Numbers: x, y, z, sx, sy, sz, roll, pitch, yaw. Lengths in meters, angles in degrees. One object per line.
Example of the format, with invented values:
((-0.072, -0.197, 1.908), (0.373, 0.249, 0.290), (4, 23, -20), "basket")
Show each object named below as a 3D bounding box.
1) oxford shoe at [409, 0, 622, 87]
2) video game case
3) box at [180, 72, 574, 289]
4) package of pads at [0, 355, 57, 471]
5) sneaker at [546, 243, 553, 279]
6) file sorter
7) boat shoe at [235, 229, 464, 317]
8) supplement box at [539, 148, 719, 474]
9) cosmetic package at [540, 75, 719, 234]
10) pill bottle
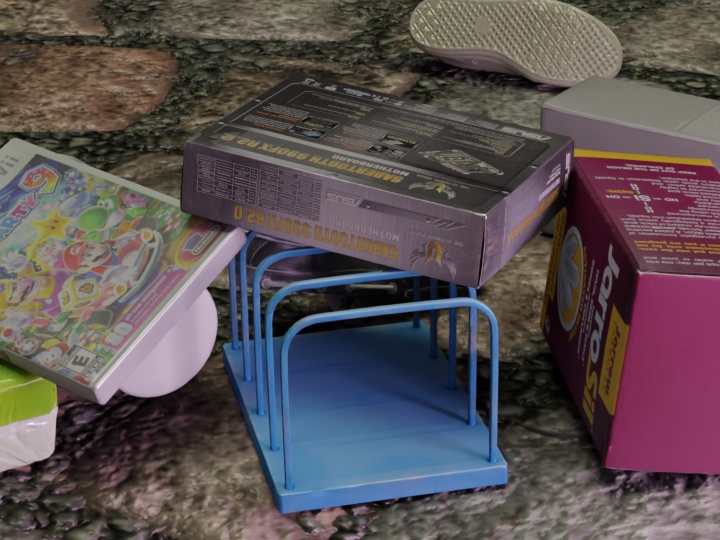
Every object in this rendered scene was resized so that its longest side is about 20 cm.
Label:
((0.141, -0.205, 1.883), (0.198, 0.076, 0.058), (11, -9, 21), "oxford shoe")
((-0.187, -0.005, 1.288), (0.199, 0.018, 0.143), (20, 57, 33), "video game case")
((0.013, -0.059, 1.289), (0.199, 0.049, 0.158), (14, 26, 20), "box")
((-0.302, 0.080, 1.273), (0.199, 0.069, 0.154), (-14, 29, -27), "package of pads")
((0.225, -0.010, 1.425), (0.198, 0.088, 0.075), (3, 25, 8), "sneaker")
((-0.003, 0.039, 1.287), (0.138, 0.124, 0.200), (-7, 26, -11), "file sorter")
((0.000, 0.000, 1.440), (0.199, 0.068, 0.072), (9, 8, -35), "boat shoe")
((0.184, 0.022, 1.295), (0.102, 0.132, 0.200), (4, 23, -9), "supplement box")
((0.231, -0.066, 1.526), (0.199, 0.108, 0.090), (20, 32, 34), "cosmetic package")
((-0.174, 0.005, 1.377), (0.112, 0.114, 0.200), (-15, 28, -28), "pill bottle")
